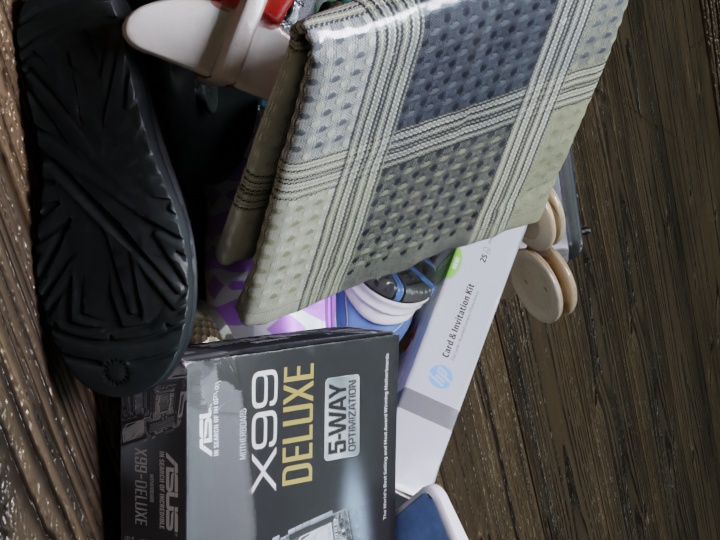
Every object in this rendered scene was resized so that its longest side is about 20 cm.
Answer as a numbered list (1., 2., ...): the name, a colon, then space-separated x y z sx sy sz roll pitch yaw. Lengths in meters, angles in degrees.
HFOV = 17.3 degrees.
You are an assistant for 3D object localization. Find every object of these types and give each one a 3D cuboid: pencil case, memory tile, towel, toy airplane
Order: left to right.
1. pencil case: -0.042 0.014 1.319 0.084 0.085 0.201 4 83 -72
2. toy airplane: -0.034 -0.174 1.086 0.141 0.199 0.200 -104 171 -66
3. towel: 0.029 -0.069 1.106 0.035 0.192 0.200 52 -34 28
4. memory tile: 0.061 -0.058 1.482 0.017 0.200 0.154 -27 122 -26

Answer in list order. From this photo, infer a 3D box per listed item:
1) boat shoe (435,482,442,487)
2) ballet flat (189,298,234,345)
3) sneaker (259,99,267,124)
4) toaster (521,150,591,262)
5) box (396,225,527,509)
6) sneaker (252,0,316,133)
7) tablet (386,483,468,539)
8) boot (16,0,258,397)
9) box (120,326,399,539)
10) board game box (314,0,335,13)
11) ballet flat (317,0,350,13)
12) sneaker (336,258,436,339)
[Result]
1. boat shoe: 0.023 0.193 1.547 0.201 0.072 0.061 -68 147 -71
2. ballet flat: -0.076 0.108 1.243 0.046 0.067 0.200 -34 125 -34
3. sneaker: 0.005 -0.043 1.269 0.200 0.076 0.081 4 106 -53
4. toaster: 0.083 -0.096 1.645 0.181 0.118 0.200 -104 -176 -69
5. box: 0.032 0.069 1.430 0.200 0.041 0.156 -67 -173 -26
6. sneaker: -0.042 -0.172 1.284 0.075 0.114 0.200 25 42 -21
7. tablet: 0.011 0.213 1.262 0.014 0.200 0.130 -4 61 -40
8. boot: -0.095 -0.046 1.157 0.168 0.076 0.201 -10 90 -71
9. box: -0.049 0.133 1.191 0.158 0.050 0.201 -5 97 -50
10. board game box: -0.033 -0.102 1.482 0.135 0.029 0.200 -65 148 -58
11. ballet flat: -0.005 -0.096 1.389 0.068 0.068 0.200 45 -3 16
12. sneaker: 0.000 0.000 1.425 0.077 0.076 0.200 -61 -175 18
